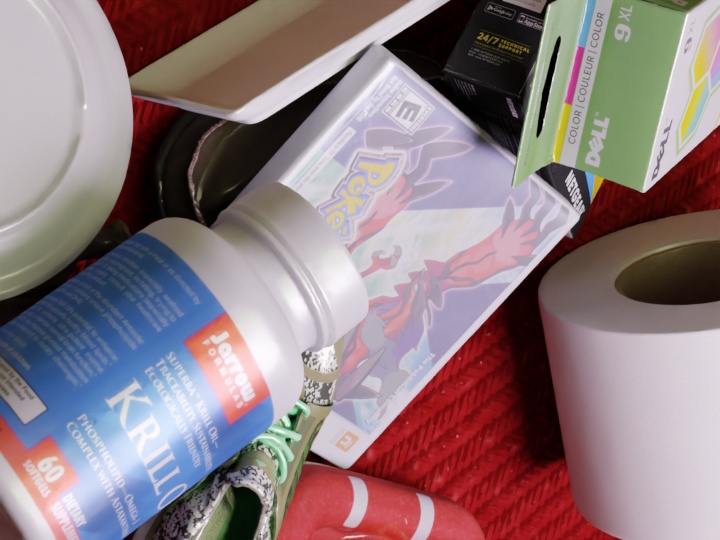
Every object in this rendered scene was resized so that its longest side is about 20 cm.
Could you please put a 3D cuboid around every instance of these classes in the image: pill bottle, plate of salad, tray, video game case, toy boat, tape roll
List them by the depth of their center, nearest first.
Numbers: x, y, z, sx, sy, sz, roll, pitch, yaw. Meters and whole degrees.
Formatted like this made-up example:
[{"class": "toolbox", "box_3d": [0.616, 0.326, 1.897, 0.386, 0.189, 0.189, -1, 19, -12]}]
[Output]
[{"class": "pill bottle", "box_3d": [-0.097, 0.045, 0.949, 0.200, 0.112, 0.112, -37, 120, -19]}, {"class": "plate of salad", "box_3d": [-0.202, -0.079, 0.957, 0.200, 0.048, 0.201, 8, 74, -30]}, {"class": "tray", "box_3d": [-0.020, -0.127, 1.062, 0.200, 0.107, 0.022, -35, 122, -28]}, {"class": "video game case", "box_3d": [0.000, 0.000, 1.096, 0.200, 0.023, 0.182, -48, 133, 8]}, {"class": "toy boat", "box_3d": [0.009, 0.184, 1.128, 0.200, 0.131, 0.131, 19, 86, -40]}, {"class": "tape roll", "box_3d": [0.214, 0.061, 1.225, 0.202, 0.202, 0.140, -24, 113, -33]}]

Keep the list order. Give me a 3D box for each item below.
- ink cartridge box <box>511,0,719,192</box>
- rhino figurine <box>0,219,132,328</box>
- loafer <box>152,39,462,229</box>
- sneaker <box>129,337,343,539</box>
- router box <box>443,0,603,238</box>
[{"class": "ink cartridge box", "box_3d": [0.154, -0.110, 1.098, 0.200, 0.059, 0.104, -35, 142, -55]}, {"class": "rhino figurine", "box_3d": [-0.150, 0.056, 1.021, 0.087, 0.060, 0.201, -18, 112, -26]}, {"class": "loafer", "box_3d": [-0.023, -0.074, 1.092, 0.200, 0.071, 0.073, -31, 116, -31]}, {"class": "sneaker", "box_3d": [-0.051, 0.093, 1.022, 0.077, 0.089, 0.200, 22, 83, -18]}, {"class": "router box", "box_3d": [0.117, -0.124, 1.152, 0.149, 0.051, 0.200, -63, 158, -12]}]
